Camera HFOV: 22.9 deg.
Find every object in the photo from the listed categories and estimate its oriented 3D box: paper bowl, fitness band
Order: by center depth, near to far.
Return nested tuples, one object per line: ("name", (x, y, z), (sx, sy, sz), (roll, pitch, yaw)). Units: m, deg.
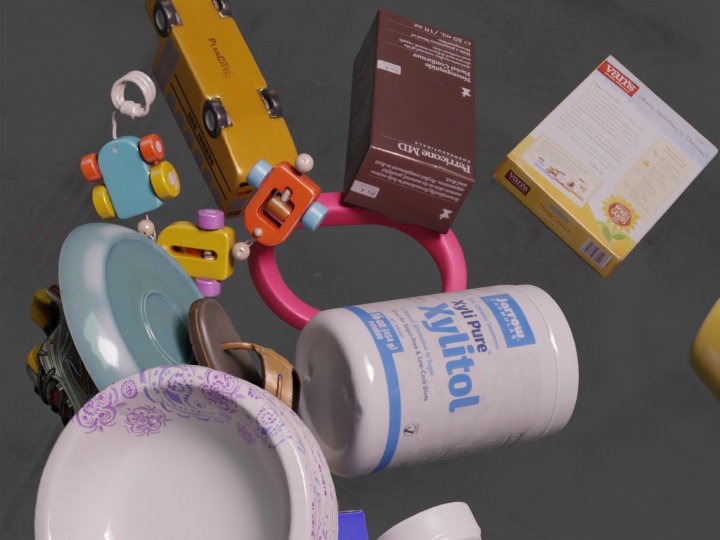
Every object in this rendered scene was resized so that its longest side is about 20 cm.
("paper bowl", (-0.111, 0.170, 1.201), (0.198, 0.104, 0.203), (-4, 77, 16))
("fitness band", (0.000, 0.000, 1.505), (0.198, 0.038, 0.145), (-2, 57, -27))

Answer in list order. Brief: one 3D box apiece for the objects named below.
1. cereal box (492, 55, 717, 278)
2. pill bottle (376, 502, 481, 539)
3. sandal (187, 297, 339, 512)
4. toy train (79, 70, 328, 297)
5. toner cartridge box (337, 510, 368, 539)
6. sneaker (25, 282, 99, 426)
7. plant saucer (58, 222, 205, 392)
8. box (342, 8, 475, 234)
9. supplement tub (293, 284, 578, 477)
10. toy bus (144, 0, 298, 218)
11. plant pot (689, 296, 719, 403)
("cereal box", (0.233, -0.101, 1.673), (0.144, 0.040, 0.200), (43, 51, 6))
("pill bottle", (0.083, 0.279, 1.306), (0.112, 0.113, 0.201), (-12, 64, -30))
("sandal", (-0.064, 0.103, 1.348), (0.201, 0.054, 0.082), (59, 13, -2))
("toy train", (-0.126, -0.069, 1.438), (0.199, 0.151, 0.056), (34, 19, 6))
("toner cartridge box", (-0.020, 0.278, 1.242), (0.043, 0.095, 0.202), (0, 71, -31))
("sneaker", (-0.209, 0.094, 1.328), (0.081, 0.078, 0.201), (2, 49, -19))
("plant saucer", (-0.152, 0.049, 1.333), (0.200, 0.027, 0.201), (51, 22, -30))
("box", (0.044, -0.134, 1.567), (0.099, 0.075, 0.201), (17, 44, -13))
("supplement tub", (0.058, 0.085, 1.411), (0.198, 0.132, 0.133), (-9, 62, -28))
("toy bus", (-0.123, -0.151, 1.519), (0.065, 0.078, 0.201), (-15, 66, -30))
("plant pot", (0.394, 0.090, 1.532), (0.200, 0.202, 0.189), (-30, 59, -36))
